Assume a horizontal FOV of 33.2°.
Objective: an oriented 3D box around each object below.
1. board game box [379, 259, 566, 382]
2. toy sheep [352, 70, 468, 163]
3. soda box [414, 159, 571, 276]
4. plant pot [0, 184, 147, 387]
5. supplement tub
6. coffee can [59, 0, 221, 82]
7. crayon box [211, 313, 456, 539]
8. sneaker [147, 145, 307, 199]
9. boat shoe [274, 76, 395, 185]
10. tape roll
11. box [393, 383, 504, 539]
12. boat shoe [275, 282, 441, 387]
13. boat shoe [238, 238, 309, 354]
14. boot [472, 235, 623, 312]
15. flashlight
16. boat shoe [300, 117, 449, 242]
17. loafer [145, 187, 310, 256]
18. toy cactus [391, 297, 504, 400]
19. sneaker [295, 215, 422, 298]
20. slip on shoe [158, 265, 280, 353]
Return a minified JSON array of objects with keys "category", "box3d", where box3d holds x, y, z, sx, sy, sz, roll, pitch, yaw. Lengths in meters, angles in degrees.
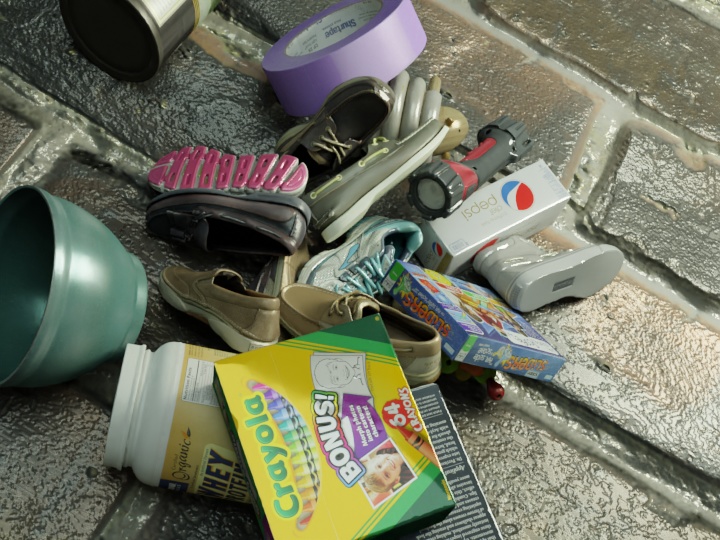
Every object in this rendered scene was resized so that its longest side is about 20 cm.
[{"category":"board game box","box3d":[0.127,0.057,1.332,0.199,0.035,0.135,17,23,-48]},{"category":"toy sheep","box3d":[0.035,-0.187,1.488,0.196,0.139,0.140,7,57,5]},{"category":"soda box","box3d":[0.160,-0.061,1.481,0.198,0.068,0.064,-26,69,-28]},{"category":"plant pot","box3d":[-0.303,0.028,1.237,0.133,0.200,0.203,15,52,-39]},{"category":"supplement tub","box3d":[-0.151,0.153,1.218,0.197,0.145,0.146,12,57,-9]},{"category":"coffee can","box3d":[-0.252,-0.352,1.486,0.145,0.147,0.201,32,57,4]},{"category":"crayon box","box3d":[-0.028,0.160,1.126,0.170,0.058,0.202,-15,67,-19]},{"category":"sneaker","box3d":[-0.151,-0.089,1.408,0.196,0.088,0.075,3,52,13]},{"category":"boat shoe","box3d":[-0.032,-0.149,1.400,0.074,0.199,0.074,33,47,-22]},{"category":"tape roll","box3d":[-0.021,-0.270,1.478,0.200,0.198,0.066,-45,120,-32]},{"category":"box","box3d":[0.051,0.244,1.221,0.106,0.149,0.202,-13,65,-22]},{"category":"boat shoe","box3d":[-0.003,0.050,1.254,0.198,0.065,0.071,21,45,20]},{"category":"boat shoe","box3d":[-0.100,0.031,1.353,0.064,0.072,0.202,-8,52,18]},{"category":"boot","box3d":[0.229,-0.013,1.473,0.198,0.074,0.096,-11,41,-39]},{"category":"flashlight","box3d":[0.131,-0.130,1.452,0.200,0.067,0.068,-42,110,-45]},{"category":"boat shoe","box3d":[0.018,-0.117,1.387,0.201,0.072,0.060,-41,87,-16]},{"category":"loafer","box3d":[-0.155,-0.049,1.347,0.197,0.072,0.064,0,54,16]},{"category":"toy cactus","box3d":[0.061,0.083,1.369,0.196,0.103,0.166,6,40,-10]},{"category":"sneaker","box3d":[0.000,0.000,1.363,0.200,0.085,0.078,-51,123,-38]},{"category":"slip on shoe","box3d":[-0.150,0.026,1.290,0.075,0.062,0.199,5,17,-37]}]
